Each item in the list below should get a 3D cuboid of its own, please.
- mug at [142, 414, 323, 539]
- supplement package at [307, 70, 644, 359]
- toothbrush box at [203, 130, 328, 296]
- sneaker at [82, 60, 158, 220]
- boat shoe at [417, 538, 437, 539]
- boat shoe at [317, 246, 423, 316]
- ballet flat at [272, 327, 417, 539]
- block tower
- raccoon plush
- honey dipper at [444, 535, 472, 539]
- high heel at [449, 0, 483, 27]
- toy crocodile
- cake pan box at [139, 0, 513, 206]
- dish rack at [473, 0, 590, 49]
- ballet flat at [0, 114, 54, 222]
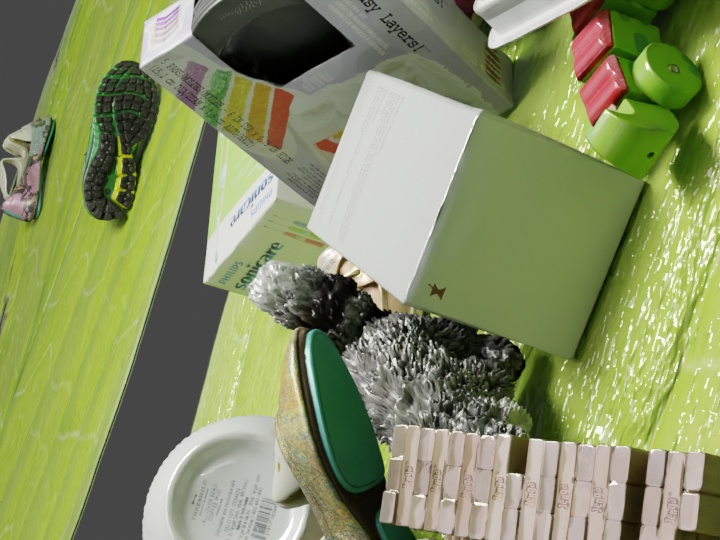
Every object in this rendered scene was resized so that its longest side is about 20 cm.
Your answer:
[{"bbox_3d":[-0.053,0.143,1.082,0.201,0.147,0.176,-60,-13,-15],"label":"mug"},{"bbox_3d":[0.063,-0.039,1.049,0.118,0.117,0.200,-67,22,6],"label":"supplement package"},{"bbox_3d":[-0.060,-0.094,1.432,0.146,0.086,0.201,-45,34,49],"label":"toothbrush box"},{"bbox_3d":[-0.305,-0.160,2.087,0.085,0.077,0.202,-2,73,68],"label":"sneaker"},{"bbox_3d":[0.027,0.238,0.953,0.201,0.075,0.072,-97,-7,-48],"label":"boat shoe"},{"bbox_3d":[0.000,0.000,1.237,0.074,0.069,0.201,-53,29,40],"label":"boat shoe"},{"bbox_3d":[-0.010,0.131,0.928,0.071,0.070,0.201,-38,76,55],"label":"ballet flat"},{"bbox_3d":[0.095,0.111,0.843,0.199,0.058,0.055,-1,77,45],"label":"block tower"},{"bbox_3d":[0.015,0.078,0.980,0.134,0.198,0.097,-75,3,-74],"label":"raccoon plush"},{"bbox_3d":[0.101,0.169,0.909,0.200,0.038,0.038,24,96,66],"label":"honey dipper"},{"bbox_3d":[0.051,-0.195,1.218,0.200,0.096,0.068,-21,41,60],"label":"high heel"},{"bbox_3d":[0.148,-0.128,0.987,0.068,0.061,0.201,-51,29,42],"label":"toy crocodile"},{"bbox_3d":[-0.023,-0.143,1.161,0.183,0.200,0.053,-25,45,28],"label":"cake pan box"},{"bbox_3d":[0.143,-0.234,1.022,0.201,0.043,0.171,-57,15,-20],"label":"dish rack"},{"bbox_3d":[-0.511,-0.165,2.600,0.069,0.071,0.201,-47,33,48],"label":"ballet flat"}]
